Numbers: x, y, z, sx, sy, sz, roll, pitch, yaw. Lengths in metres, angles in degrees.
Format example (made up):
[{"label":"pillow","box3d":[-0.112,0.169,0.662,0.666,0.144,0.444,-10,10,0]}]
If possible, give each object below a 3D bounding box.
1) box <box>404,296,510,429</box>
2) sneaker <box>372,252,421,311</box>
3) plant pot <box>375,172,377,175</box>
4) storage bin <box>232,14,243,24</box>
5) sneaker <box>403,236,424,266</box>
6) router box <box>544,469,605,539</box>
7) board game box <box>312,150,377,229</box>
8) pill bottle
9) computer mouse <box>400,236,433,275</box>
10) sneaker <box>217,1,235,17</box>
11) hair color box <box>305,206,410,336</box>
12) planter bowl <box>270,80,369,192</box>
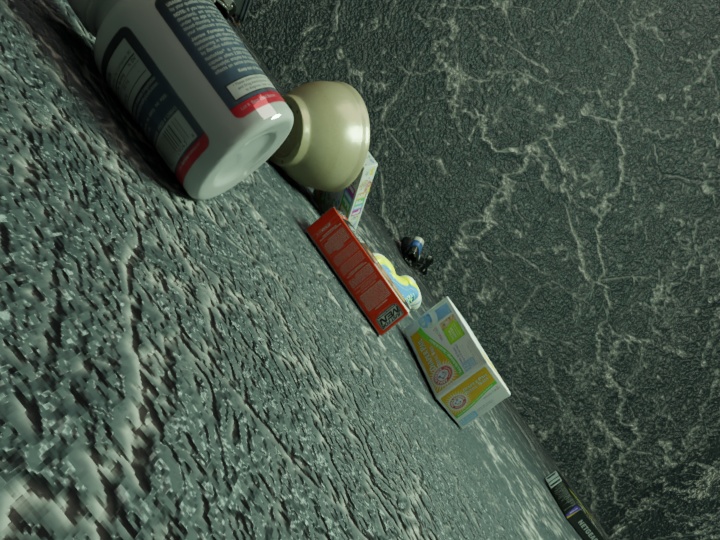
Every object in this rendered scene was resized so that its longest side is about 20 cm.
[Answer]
[{"label":"box","box3d":[0.172,0.164,1.079,0.102,0.111,0.201,49,9,-32]},{"label":"sneaker","box3d":[0.063,0.054,1.117,0.199,0.075,0.107,36,29,-44]},{"label":"plant pot","box3d":[-0.031,-0.474,2.644,0.202,0.133,0.200,52,8,-10]},{"label":"storage bin","box3d":[-0.567,-1.198,2.652,0.131,0.149,0.201,21,18,-16]},{"label":"sneaker","box3d":[0.235,-0.059,2.724,0.075,0.113,0.201,28,-29,5]},{"label":"router box","box3d":[0.644,0.720,1.762,0.201,0.052,0.158,51,8,-24]},{"label":"board game box","box3d":[-0.036,-0.182,1.191,0.136,0.033,0.202,56,-32,26]},{"label":"pill bottle","box3d":[-0.160,-0.179,0.521,0.202,0.118,0.120,53,7,-2]},{"label":"computer mouse","box3d":[0.257,-0.076,2.835,0.200,0.052,0.140,47,-37,18]},{"label":"sneaker","box3d":[-0.503,-0.956,2.160,0.118,0.074,0.199,59,18,10]},{"label":"hair color box","box3d":[0.000,0.000,0.949,0.202,0.061,0.101,55,6,2]},{"label":"planter bowl","box3d":[-0.095,-0.250,1.082,0.132,0.202,0.203,-5,52,-47]}]
